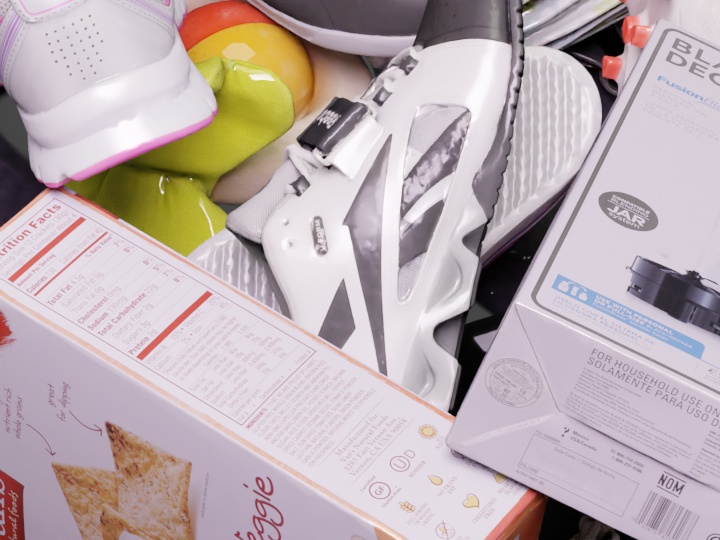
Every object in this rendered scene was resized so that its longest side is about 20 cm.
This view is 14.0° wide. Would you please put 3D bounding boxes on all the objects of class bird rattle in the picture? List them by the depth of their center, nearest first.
[{"bbox_3d":[-0.076,-0.070,1.154,0.163,0.113,0.200,-4,32,-28],"label":"bird rattle"}]

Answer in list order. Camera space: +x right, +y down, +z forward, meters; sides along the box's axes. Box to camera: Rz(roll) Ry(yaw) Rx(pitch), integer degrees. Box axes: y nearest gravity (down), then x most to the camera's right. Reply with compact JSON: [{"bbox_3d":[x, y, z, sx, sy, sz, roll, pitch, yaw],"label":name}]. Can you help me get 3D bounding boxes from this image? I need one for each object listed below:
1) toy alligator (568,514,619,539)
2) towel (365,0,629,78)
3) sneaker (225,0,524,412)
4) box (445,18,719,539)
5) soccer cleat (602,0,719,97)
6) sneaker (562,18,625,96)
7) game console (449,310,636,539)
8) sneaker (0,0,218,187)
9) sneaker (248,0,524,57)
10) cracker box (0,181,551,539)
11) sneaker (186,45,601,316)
[{"bbox_3d":[0.129,0.042,1.021,0.200,0.059,0.054,-26,97,-32],"label":"toy alligator"},{"bbox_3d":[0.062,-0.166,1.221,0.171,0.048,0.200,-28,47,9],"label":"towel"},{"bbox_3d":[0.003,-0.030,0.997,0.088,0.074,0.201,14,81,-3],"label":"sneaker"},{"bbox_3d":[0.113,0.006,0.947,0.116,0.060,0.200,26,35,5],"label":"box"},{"bbox_3d":[0.128,-0.058,1.081,0.077,0.069,0.201,13,88,-10],"label":"soccer cleat"},{"bbox_3d":[0.108,-0.127,1.230,0.082,0.077,0.200,-22,52,-20],"label":"sneaker"},{"bbox_3d":[0.101,0.073,1.065,0.200,0.031,0.177,-17,44,-25],"label":"game console"},{"bbox_3d":[-0.103,-0.107,1.011,0.081,0.088,0.200,-24,26,-7],"label":"sneaker"},{"bbox_3d":[-0.032,-0.149,1.108,0.200,0.099,0.071,26,70,24],"label":"sneaker"},{"bbox_3d":[-0.043,0.076,0.960,0.200,0.134,0.058,30,50,21],"label":"cracker box"},{"bbox_3d":[0.001,0.000,1.087,0.200,0.114,0.073,-33,87,-11],"label":"sneaker"}]
